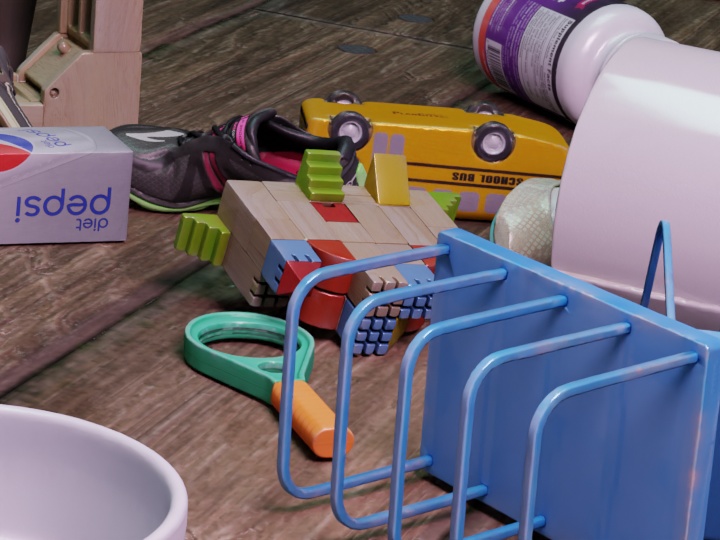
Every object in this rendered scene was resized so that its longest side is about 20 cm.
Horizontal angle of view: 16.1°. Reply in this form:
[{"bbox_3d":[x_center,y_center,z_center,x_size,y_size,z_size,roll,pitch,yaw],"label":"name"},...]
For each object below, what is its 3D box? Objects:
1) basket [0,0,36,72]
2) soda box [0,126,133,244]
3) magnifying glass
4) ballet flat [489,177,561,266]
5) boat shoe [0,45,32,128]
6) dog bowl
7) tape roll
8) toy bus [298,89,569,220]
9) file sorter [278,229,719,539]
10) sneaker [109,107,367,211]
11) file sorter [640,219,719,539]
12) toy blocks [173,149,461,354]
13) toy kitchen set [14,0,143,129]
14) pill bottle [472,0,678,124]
[{"bbox_3d":[-0.331,-0.259,2.079,0.180,0.200,0.136,2,9,-8],"label":"basket"},{"bbox_3d":[-0.259,-0.058,1.732,0.200,0.068,0.063,-1,20,-24],"label":"soda box"},{"bbox_3d":[-0.049,0.064,1.507,0.080,0.022,0.200,-1,20,-21],"label":"magnifying glass"},{"bbox_3d":[0.156,-0.045,1.811,0.062,0.068,0.200,-20,4,30],"label":"ballet flat"},{"bbox_3d":[-0.279,-0.138,1.822,0.201,0.072,0.066,49,44,8],"label":"boat shoe"},{"bbox_3d":[-0.181,0.132,1.166,0.200,0.079,0.200,6,19,-2],"label":"dog bowl"},{"bbox_3d":[0.222,-0.038,1.618,0.139,0.203,0.203,14,20,23],"label":"tape roll"},{"bbox_3d":[0.054,-0.083,1.893,0.200,0.078,0.065,4,19,-7],"label":"toy bus"},{"bbox_3d":[0.064,0.080,1.293,0.123,0.139,0.200,-11,24,-38],"label":"file sorter"},{"bbox_3d":[-0.092,-0.085,1.822,0.200,0.084,0.077,6,45,3],"label":"sneaker"},{"bbox_3d":[0.247,0.060,1.371,0.200,0.139,0.123,6,41,0],"label":"file sorter"},{"bbox_3d":[0.000,0.000,1.628,0.200,0.100,0.137,2,30,-29],"label":"toy blocks"},{"bbox_3d":[-0.287,-0.191,1.948,0.200,0.181,0.163,-3,19,-25],"label":"toy kitchen set"},{"bbox_3d":[0.194,-0.183,2.185,0.111,0.112,0.200,-6,22,-32],"label":"pill bottle"}]
